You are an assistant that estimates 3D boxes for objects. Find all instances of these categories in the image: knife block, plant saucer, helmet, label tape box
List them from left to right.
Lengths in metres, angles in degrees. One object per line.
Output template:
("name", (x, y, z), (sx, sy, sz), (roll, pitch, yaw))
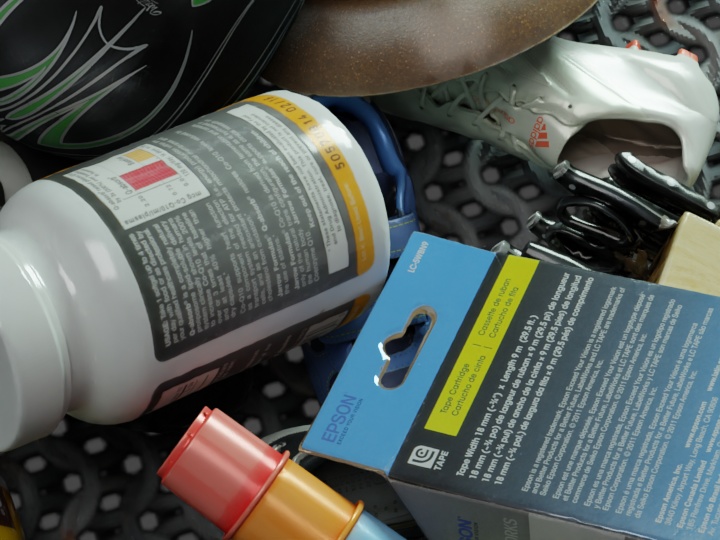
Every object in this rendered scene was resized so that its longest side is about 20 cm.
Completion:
("helmet", (-0.123, -0.146, 1.187), (0.191, 0.200, 0.200), (-46, 68, 8))
("plant saucer", (0.031, -0.154, 1.256), (0.199, 0.037, 0.201), (-13, 31, 8))
("label tape box", (0.093, 0.070, 1.100), (0.199, 0.063, 0.144), (12, 48, 20))
("knife block", (0.159, 0.035, 1.176), (0.175, 0.064, 0.201), (-15, 64, -23))

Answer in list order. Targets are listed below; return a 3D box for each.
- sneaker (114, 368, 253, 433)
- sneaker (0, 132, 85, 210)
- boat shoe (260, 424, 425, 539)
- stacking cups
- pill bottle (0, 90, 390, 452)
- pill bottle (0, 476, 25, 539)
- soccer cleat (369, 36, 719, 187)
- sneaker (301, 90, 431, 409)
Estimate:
("sneaker", (-0.153, 0.045, 1.185), (0.199, 0.104, 0.060), (12, 97, 0))
("sneaker", (-0.205, -0.024, 1.219), (0.199, 0.074, 0.089), (10, 50, -25))
("boat shoe", (0.042, 0.091, 1.161), (0.199, 0.060, 0.076), (-17, 99, -19))
("stacking cups", (0.003, 0.131, 1.058), (0.200, 0.061, 0.061), (36, 71, -4))
("pill bottle", (-0.094, 0.001, 1.113), (0.199, 0.117, 0.117), (-23, 63, -32))
("pill bottle", (-0.198, 0.163, 1.147), (0.109, 0.109, 0.201), (-21, 66, -5))
("soccer cleat", (0.082, -0.087, 1.260), (0.199, 0.069, 0.078), (9, 49, 5))
("sneaker", (0.000, 0.000, 1.222), (0.074, 0.082, 0.201), (-14, 68, -3))
